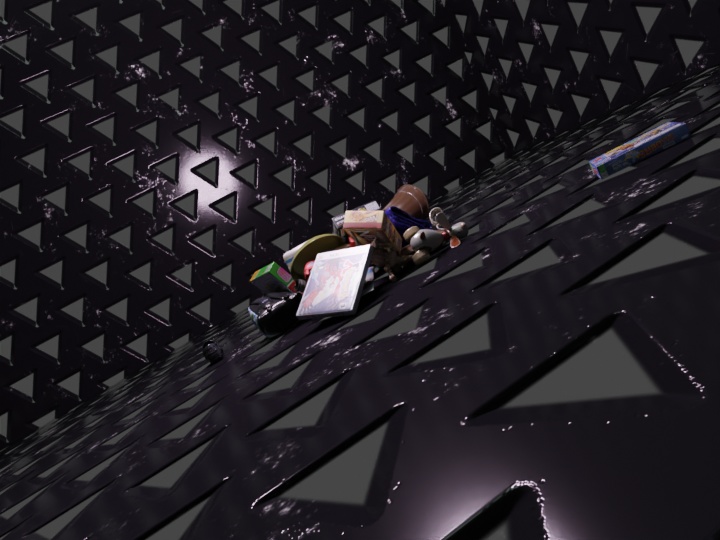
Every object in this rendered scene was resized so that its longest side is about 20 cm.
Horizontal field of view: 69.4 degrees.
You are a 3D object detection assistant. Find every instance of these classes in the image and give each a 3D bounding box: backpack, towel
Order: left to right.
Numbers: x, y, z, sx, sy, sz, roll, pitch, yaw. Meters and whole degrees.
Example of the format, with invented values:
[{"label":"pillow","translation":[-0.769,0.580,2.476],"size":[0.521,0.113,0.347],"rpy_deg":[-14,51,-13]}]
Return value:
[{"label":"backpack","translation":[-0.268,0.131,1.599],"size":[0.162,0.157,0.198],"rpy_deg":[-33,30,-26]},{"label":"towel","translation":[0.106,-0.116,1.554],"size":[0.199,0.145,0.051],"rpy_deg":[-31,39,64]}]

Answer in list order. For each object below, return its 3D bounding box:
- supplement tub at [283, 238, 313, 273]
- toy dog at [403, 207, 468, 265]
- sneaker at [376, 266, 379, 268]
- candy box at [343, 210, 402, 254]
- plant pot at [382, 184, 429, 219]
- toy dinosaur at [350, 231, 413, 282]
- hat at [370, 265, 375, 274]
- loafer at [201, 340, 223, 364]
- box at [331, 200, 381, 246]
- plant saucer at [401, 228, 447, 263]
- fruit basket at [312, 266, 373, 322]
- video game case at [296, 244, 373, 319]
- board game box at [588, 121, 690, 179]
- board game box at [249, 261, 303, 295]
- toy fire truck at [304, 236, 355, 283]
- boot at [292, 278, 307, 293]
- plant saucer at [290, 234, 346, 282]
[{"label":"supplement tub","translation":[-0.165,0.007,1.763],"size":[0.130,0.204,0.132],"rpy_deg":[-26,6,3]},{"label":"toy dog","translation":[0.209,-0.101,1.410],"size":[0.199,0.132,0.097],"rpy_deg":[-41,-11,-23]},{"label":"sneaker","translation":[0.114,-0.083,1.820],"size":[0.070,0.077,0.199],"rpy_deg":[-21,10,48]},{"label":"candy box","translation":[0.039,-0.103,1.468],"size":[0.112,0.057,0.200],"rpy_deg":[2,-19,21]},{"label":"plant pot","translation":[0.203,-0.278,2.535],"size":[0.198,0.202,0.199],"rpy_deg":[-42,13,-34]},{"label":"toy dinosaur","translation":[0.052,-0.038,1.435],"size":[0.136,0.196,0.088],"rpy_deg":[-82,16,-86]},{"label":"hat","translation":[0.000,0.000,1.664],"size":[0.197,0.082,0.201],"rpy_deg":[-26,-2,-1]},{"label":"loafer","translation":[-0.510,0.272,1.787],"size":[0.067,0.072,0.200],"rpy_deg":[-29,6,-18]},{"label":"box","translation":[-0.008,-0.117,1.670],"size":[0.156,0.046,0.202],"rpy_deg":[-24,-32,-13]},{"label":"plant saucer","translation":[0.184,-0.067,1.569],"size":[0.197,0.037,0.201],"rpy_deg":[-29,7,4]},{"label":"fruit basket","translation":[-0.047,0.053,1.387],"size":[0.182,0.095,0.200],"rpy_deg":[-28,10,10]},{"label":"video game case","translation":[-0.065,0.029,1.334],"size":[0.179,0.023,0.204],"rpy_deg":[-9,50,33]},{"label":"board game box","translation":[0.651,-0.285,1.228],"size":[0.197,0.035,0.135],"rpy_deg":[-26,7,23]},{"label":"board game box","translation":[-0.246,0.065,1.687],"size":[0.152,0.199,0.041],"rpy_deg":[-19,37,52]},{"label":"toy fire truck","translation":[-0.074,-0.031,1.533],"size":[0.195,0.050,0.142],"rpy_deg":[-13,37,-4]},{"label":"boot","translation":[-0.141,0.049,1.595],"size":[0.127,0.069,0.200],"rpy_deg":[16,-2,-6]},{"label":"plant saucer","translation":[-0.132,-0.040,1.594],"size":[0.197,0.031,0.202],"rpy_deg":[-27,-33,-19]}]
